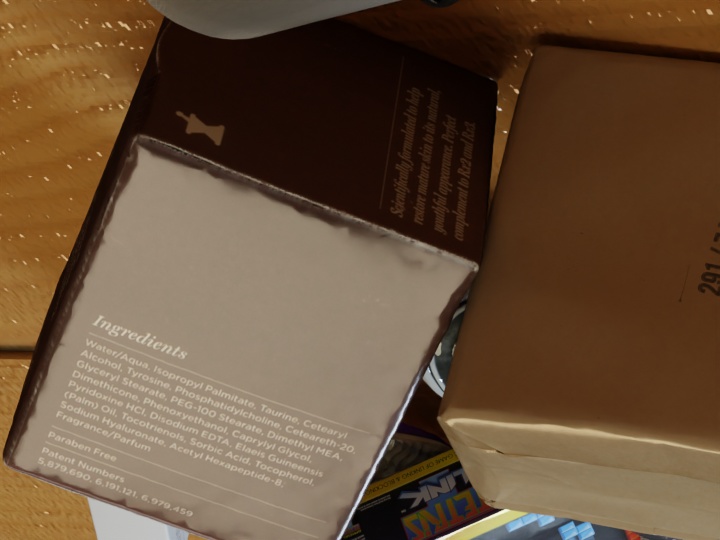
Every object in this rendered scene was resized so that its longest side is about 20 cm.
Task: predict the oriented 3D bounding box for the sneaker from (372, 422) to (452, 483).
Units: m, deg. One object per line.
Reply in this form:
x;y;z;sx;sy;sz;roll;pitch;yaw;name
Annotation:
-0.012;0.098;1.605;0.100;0.070;0.200;46;-170;37;sneaker

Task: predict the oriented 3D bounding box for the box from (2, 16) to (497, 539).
-0.050;0.001;1.249;0.164;0.166;0.200;21;124;-7;box

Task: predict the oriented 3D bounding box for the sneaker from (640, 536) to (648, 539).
0.243;0.180;1.618;0.099;0.078;0.200;-12;151;34;sneaker

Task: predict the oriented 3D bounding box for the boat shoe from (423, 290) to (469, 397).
0.104;0.065;1.385;0.200;0.072;0.071;30;-170;-42;boat shoe

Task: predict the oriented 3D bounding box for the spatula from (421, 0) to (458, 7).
0.080;-0.149;1.124;0.056;0.021;0.200;40;150;-15;spatula

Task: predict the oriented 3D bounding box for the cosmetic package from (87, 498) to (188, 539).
-0.113;0.067;1.509;0.052;0.151;0.200;13;154;7;cosmetic package

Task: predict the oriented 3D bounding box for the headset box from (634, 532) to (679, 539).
0.246;0.121;1.485;0.200;0.075;0.149;25;152;-16;headset box

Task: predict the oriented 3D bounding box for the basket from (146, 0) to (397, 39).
-0.007;-0.167;1.025;0.180;0.136;0.200;41;151;-17;basket

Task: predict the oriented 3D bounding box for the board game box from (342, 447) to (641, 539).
0.066;0.170;1.594;0.200;0.057;0.165;-24;144;3;board game box

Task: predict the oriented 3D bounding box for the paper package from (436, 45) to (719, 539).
0.149;0.014;1.197;0.190;0.200;0.104;8;153;15;paper package
